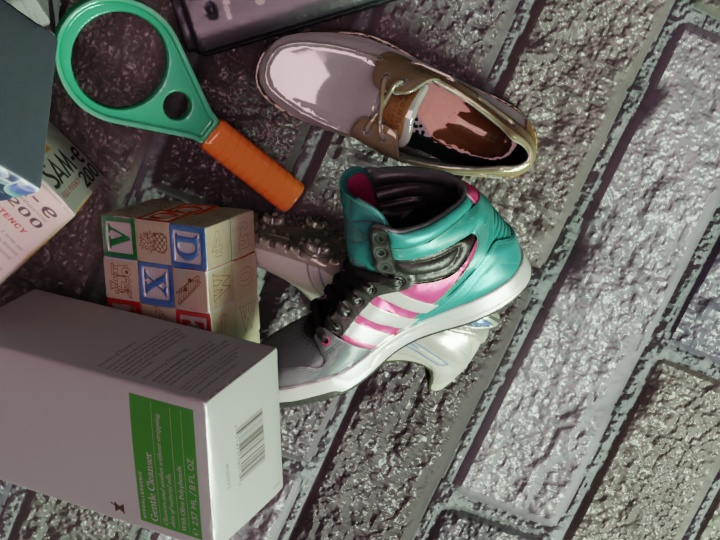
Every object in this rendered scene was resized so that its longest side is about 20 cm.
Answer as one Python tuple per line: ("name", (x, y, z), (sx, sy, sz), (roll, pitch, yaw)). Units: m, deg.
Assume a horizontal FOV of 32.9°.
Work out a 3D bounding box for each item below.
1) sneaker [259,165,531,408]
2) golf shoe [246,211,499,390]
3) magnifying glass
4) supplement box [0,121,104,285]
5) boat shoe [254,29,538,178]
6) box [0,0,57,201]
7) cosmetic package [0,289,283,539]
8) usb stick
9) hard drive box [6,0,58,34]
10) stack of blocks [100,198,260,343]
("sneaker", (0.000, 0.000, 0.762), (0.200, 0.084, 0.121), (-28, 125, -1))
("golf shoe", (-0.006, 0.027, 0.863), (0.200, 0.078, 0.097), (21, 109, -9))
("magnifying glass", (-0.117, -0.106, 0.818), (0.200, 0.022, 0.080), (38, 89, -29))
("supplement box", (-0.272, -0.010, 0.805), (0.200, 0.126, 0.074), (-41, 104, 8))
("boat shoe", (0.027, -0.113, 0.826), (0.200, 0.068, 0.075), (14, 104, -8))
("box", (-0.298, -0.098, 0.685), (0.200, 0.148, 0.107), (-12, 64, 25))
("cosmetic package", (-0.154, 0.089, 0.778), (0.200, 0.085, 0.108), (9, 115, 26))
("usb stick", (-0.027, -0.194, 0.818), (0.200, 0.033, 0.055), (-16, 107, 1))
("hard drive box", (-0.295, -0.193, 0.728), (0.200, 0.156, 0.077), (-4, 77, -4))
("stack of blocks", (-0.132, 0.055, 0.841), (0.115, 0.059, 0.200), (8, 108, 27))
